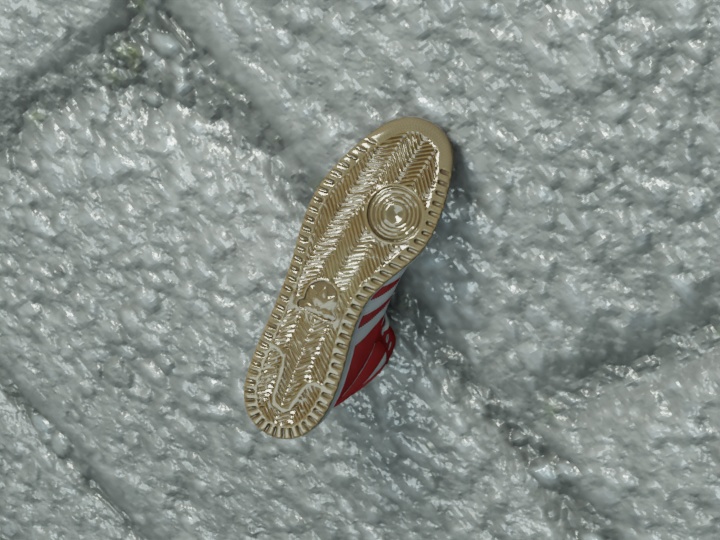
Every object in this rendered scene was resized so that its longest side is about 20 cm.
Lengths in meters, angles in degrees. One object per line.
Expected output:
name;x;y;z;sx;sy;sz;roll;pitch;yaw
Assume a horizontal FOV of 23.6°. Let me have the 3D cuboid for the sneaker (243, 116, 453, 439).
sneaker;0.000;0.000;1.017;0.071;0.112;0.200;30;100;9
